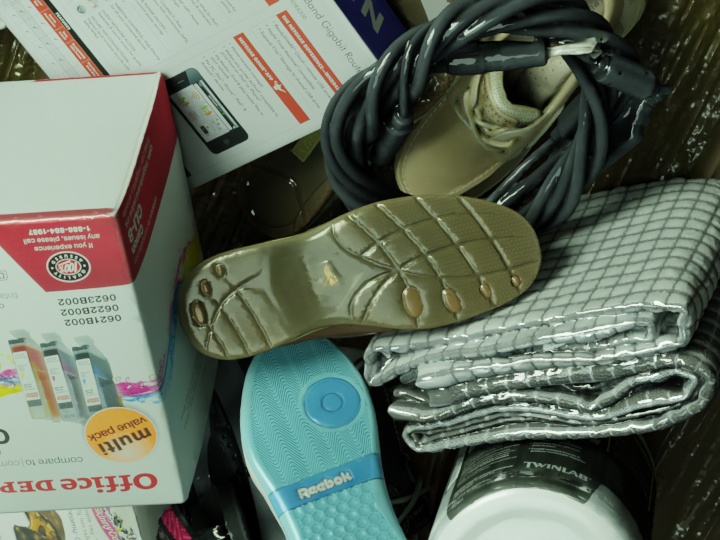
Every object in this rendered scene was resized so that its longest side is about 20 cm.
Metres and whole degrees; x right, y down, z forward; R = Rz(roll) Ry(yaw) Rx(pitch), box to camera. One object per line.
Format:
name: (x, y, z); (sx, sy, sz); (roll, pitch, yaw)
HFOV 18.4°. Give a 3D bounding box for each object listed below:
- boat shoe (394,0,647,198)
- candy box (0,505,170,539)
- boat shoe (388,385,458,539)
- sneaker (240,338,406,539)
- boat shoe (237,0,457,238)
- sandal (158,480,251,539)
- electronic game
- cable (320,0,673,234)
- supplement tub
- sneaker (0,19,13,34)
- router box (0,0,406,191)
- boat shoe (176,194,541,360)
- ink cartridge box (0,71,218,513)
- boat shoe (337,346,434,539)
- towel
boat shoe: (0.082, -0.102, 1.268); (0.072, 0.065, 0.200); (46, 120, 0)
candy box: (-0.217, 0.161, 1.496); (0.199, 0.072, 0.169); (-5, 108, 25)
boat shoe: (0.042, 0.172, 1.386); (0.071, 0.076, 0.201); (9, 115, 31)
sneaker: (-0.019, 0.144, 1.253); (0.079, 0.131, 0.201); (-12, 64, -8)
boat shoe: (0.005, -0.104, 1.294); (0.072, 0.076, 0.200); (49, 120, 4)
sandal: (-0.100, 0.172, 1.355); (0.045, 0.200, 0.076); (-13, 85, -17)
electronic game: (-0.069, 0.131, 1.374); (0.041, 0.200, 0.201); (-14, 110, -18)
cable: (0.060, -0.071, 1.197); (0.163, 0.051, 0.200); (22, 135, -38)
supplement tub: (0.107, 0.140, 1.270); (0.122, 0.200, 0.123); (3, 107, 10)
sneaker: (-0.190, -0.154, 1.319); (0.115, 0.076, 0.201); (-9, 132, 0)
router box: (-0.098, -0.150, 1.214); (0.179, 0.049, 0.200); (-22, 119, 29)
boat shoe: (0.000, 0.001, 1.221); (0.199, 0.068, 0.073); (-12, 93, 4)
ink cartridge box: (-0.169, 0.015, 1.228); (0.144, 0.145, 0.201); (-4, 126, 9)
boat shoe: (0.013, 0.141, 1.319); (0.071, 0.072, 0.201); (10, 117, 33)
towel: (0.118, 0.030, 1.251); (0.199, 0.166, 0.086); (-12, 113, 27)
